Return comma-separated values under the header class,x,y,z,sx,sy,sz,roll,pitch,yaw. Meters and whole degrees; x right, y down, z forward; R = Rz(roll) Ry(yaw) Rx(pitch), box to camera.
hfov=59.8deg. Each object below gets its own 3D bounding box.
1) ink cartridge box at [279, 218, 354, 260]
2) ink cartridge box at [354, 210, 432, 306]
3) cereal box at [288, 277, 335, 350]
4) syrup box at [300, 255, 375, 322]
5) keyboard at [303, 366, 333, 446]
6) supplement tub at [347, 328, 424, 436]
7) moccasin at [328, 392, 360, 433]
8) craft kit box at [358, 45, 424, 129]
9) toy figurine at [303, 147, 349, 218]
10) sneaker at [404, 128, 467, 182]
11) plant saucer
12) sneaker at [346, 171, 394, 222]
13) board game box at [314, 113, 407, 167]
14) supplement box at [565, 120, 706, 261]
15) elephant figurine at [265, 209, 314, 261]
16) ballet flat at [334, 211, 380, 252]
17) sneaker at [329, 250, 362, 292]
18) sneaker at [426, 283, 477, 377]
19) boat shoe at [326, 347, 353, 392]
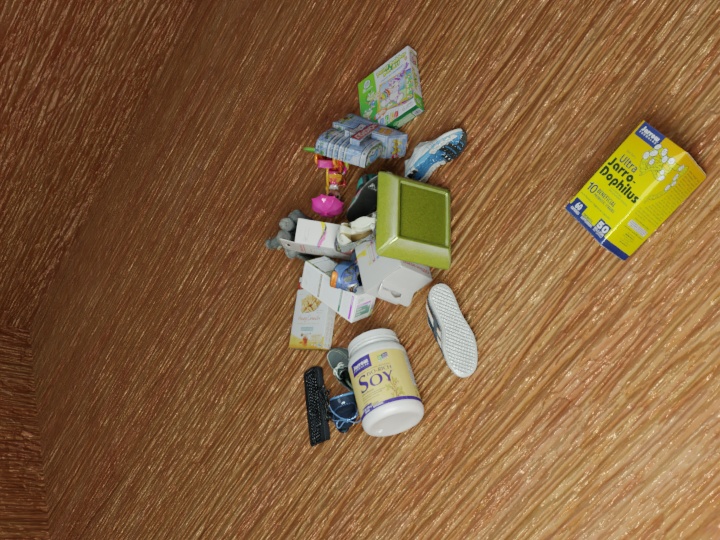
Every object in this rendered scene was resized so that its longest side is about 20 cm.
class,x,y,z,sx,sy,sz,roll,pitch,yaw
ink cartridge box,-0.109,-0.084,1.648,0.117,0.194,0.070,98,-179,-79
ink cartridge box,0.077,-0.025,1.498,0.124,0.127,0.204,-35,53,32
cereal box,-0.127,0.117,1.729,0.142,0.039,0.206,-6,72,44
syrup box,-0.058,0.045,1.606,0.198,0.078,0.083,33,123,34
keyboard,-0.119,0.347,1.639,0.103,0.039,0.205,-33,55,36
supplement tub,0.052,0.252,1.411,0.145,0.143,0.204,-39,51,30
moccasin,-0.031,0.338,1.477,0.078,0.201,0.070,-11,67,-3
craft kit box,0.081,-0.478,1.721,0.198,0.048,0.203,-27,55,38
toy figurine,-0.084,-0.244,1.754,0.146,0.200,0.190,6,100,14
sneaker,0.174,-0.295,1.535,0.198,0.074,0.089,-34,47,34
plant saucer,0.133,-0.120,1.415,0.048,0.195,0.206,149,127,-60
sneaker,0.041,-0.212,1.610,0.199,0.083,0.122,-40,22,46
board game box,0.013,-0.336,1.628,0.195,0.200,0.063,18,123,19
supplement box,0.486,-0.138,1.113,0.201,0.108,0.110,-51,46,20
elephant figurine,-0.181,-0.091,1.809,0.142,0.155,0.200,-44,-2,-14
ballet flat,-0.010,-0.095,1.470,0.197,0.071,0.074,-17,64,43
sneaker,0.000,0.000,1.556,0.077,0.200,0.077,28,132,16
sneaker,0.197,0.134,1.355,0.080,0.076,0.205,102,154,-72
boat shoe,-0.034,0.249,1.566,0.199,0.061,0.074,38,104,47
